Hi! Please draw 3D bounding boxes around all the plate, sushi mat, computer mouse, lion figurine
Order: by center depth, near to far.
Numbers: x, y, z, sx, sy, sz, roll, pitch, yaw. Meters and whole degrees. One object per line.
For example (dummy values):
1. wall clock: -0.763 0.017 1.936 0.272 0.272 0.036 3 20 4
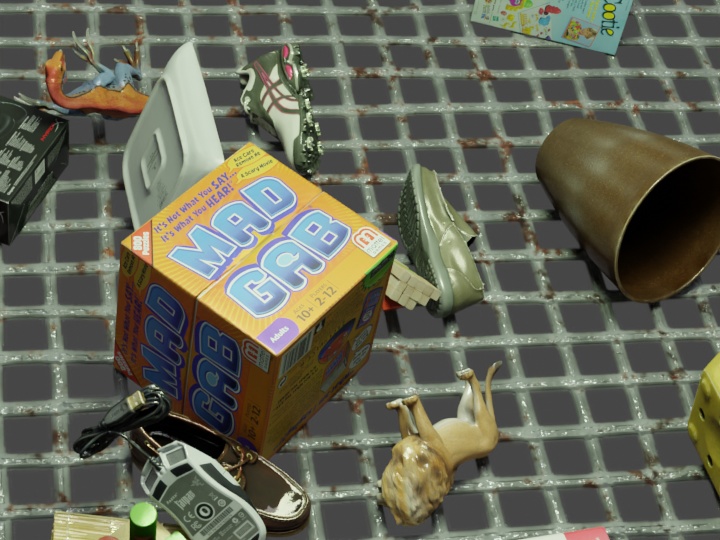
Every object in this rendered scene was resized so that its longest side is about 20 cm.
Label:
1. computer mouse: -0.171 0.200 1.586 0.200 0.110 0.044 45 19 -10
2. sushi mat: -0.202 0.284 1.590 0.199 0.012 0.096 7 49 -4
3. lion figurine: 0.093 0.175 1.699 0.199 0.072 0.123 -21 89 -34
4. plate: -0.216 -0.118 1.816 0.032 0.200 0.201 7 46 -29

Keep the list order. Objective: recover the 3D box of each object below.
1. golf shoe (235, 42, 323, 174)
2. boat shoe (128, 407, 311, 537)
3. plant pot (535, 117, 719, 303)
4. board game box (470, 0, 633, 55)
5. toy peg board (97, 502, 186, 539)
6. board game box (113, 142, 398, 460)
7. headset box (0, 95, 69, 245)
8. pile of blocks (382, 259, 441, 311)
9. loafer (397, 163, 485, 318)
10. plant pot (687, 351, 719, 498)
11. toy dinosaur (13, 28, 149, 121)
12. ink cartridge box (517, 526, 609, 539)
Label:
1. golf shoe: -0.096 -0.185 1.996 0.088 0.077 0.201 -15 48 4
2. boat shoe: -0.140 0.199 1.640 0.199 0.070 0.071 22 50 7
3. plant pot: 0.300 -0.092 1.922 0.186 0.188 0.200 -23 42 -27
4. board game box: 0.258 -0.378 2.195 0.199 0.105 0.103 14 48 1
5. toy peg board: -0.204 0.322 1.488 0.199 0.098 0.200 -36 65 -30
6. board game box: -0.111 0.037 1.698 0.200 0.200 0.200 34 51 18
7. headset box: -0.451 -0.133 1.868 0.199 0.077 0.149 19 48 8
8. pile of blocks: 0.000 0.000 1.855 0.200 0.082 0.062 35 95 35
9. loafer: 0.093 -0.033 1.891 0.069 0.075 0.201 -2 59 -19
10. plant pot: 0.456 0.156 1.713 0.199 0.196 0.195 -12 52 -12
11. toy dinosaur: -0.290 -0.212 1.900 0.199 0.105 0.182 19 19 3
12. ink cartridge box: 0.156 0.336 1.562 0.199 0.085 0.145 -7 51 -17
